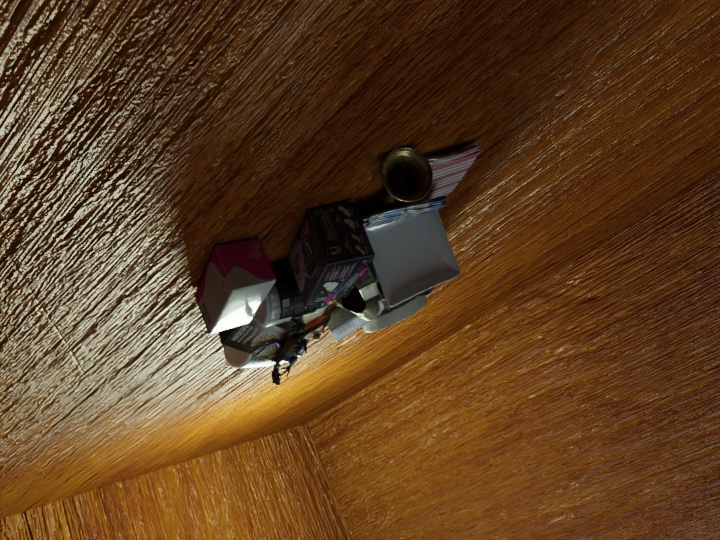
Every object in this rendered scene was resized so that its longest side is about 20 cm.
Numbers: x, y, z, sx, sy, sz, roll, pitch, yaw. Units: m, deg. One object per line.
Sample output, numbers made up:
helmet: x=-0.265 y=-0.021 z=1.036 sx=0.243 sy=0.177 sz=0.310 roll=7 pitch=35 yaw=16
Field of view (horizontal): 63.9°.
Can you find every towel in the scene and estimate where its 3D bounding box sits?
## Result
towel: x=0.166 y=-0.201 z=1.264 sx=0.143 sy=0.030 sz=0.201 roll=-19 pitch=163 yaw=-21
towel: x=0.084 y=-0.120 z=1.276 sx=0.195 sy=0.024 sz=0.147 roll=-15 pitch=178 yaw=-10

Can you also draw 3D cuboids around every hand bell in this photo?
hand bell: x=0.068 y=-0.162 z=1.176 sx=0.102 sy=0.106 sz=0.200 roll=-21 pitch=175 yaw=-15

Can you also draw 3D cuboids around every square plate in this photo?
square plate: x=0.117 y=-0.045 z=1.371 sx=0.196 sy=0.203 sz=0.028 roll=-23 pitch=-176 yaw=-9

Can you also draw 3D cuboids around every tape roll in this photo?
tape roll: x=0.091 y=0.111 z=1.607 sx=0.199 sy=0.038 sz=0.203 roll=-25 pitch=-174 yaw=3

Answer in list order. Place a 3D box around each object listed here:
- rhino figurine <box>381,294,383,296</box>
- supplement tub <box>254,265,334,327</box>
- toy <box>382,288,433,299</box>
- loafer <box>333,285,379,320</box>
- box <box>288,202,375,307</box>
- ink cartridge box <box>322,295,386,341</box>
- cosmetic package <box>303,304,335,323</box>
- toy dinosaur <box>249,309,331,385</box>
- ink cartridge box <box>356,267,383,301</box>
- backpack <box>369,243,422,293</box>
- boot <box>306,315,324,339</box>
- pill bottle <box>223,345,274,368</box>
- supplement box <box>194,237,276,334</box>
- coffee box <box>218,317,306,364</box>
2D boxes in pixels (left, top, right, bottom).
rhino figurine: x=0.035 y=0.071 z=1.711 sx=0.085 sy=0.061 sz=0.200 roll=-14 pitch=-169 yaw=23
supplement tub: x=-0.154 y=0.049 z=1.343 sx=0.196 sy=0.125 sz=0.123 roll=-13 pitch=159 yaw=-33
toy: x=0.139 y=0.024 z=1.600 sx=0.198 sy=0.048 sz=0.116 roll=-14 pitch=-150 yaw=53
loafer: x=-0.041 y=0.055 z=1.437 sx=0.077 sy=0.197 sz=0.068 roll=-62 pitch=160 yaw=-5
box: x=-0.070 y=-0.031 z=1.225 sx=0.112 sy=0.135 sz=0.201 roll=-12 pitch=158 yaw=-27
ink cartridge box: x=-0.034 y=0.090 z=1.589 sx=0.158 sy=0.200 sz=0.048 roll=-32 pitch=122 yaw=-4
cosmetic package: x=-0.126 y=0.077 z=1.544 sx=0.197 sy=0.074 sz=0.103 roll=-30 pitch=162 yaw=7
toy dinosaur: x=-0.161 y=0.205 z=1.402 sx=0.196 sy=0.107 sz=0.183 roll=-16 pitch=155 yaw=-26
ink cartridge box: x=0.000 y=0.000 z=1.384 sx=0.047 sy=0.148 sz=0.200 roll=-24 pitch=163 yaw=-2
backpack: x=0.104 y=-0.023 z=1.503 sx=0.165 sy=0.129 sz=0.199 roll=12 pitch=141 yaw=-44
boot: x=-0.129 y=0.151 z=1.690 sx=0.075 sy=0.109 sz=0.198 roll=-37 pitch=161 yaw=29
pill bottle: x=-0.293 y=0.223 z=1.652 sx=0.105 sy=0.108 sz=0.199 roll=-31 pitch=161 yaw=18
supplement box: x=-0.261 y=0.034 z=1.186 sx=0.101 sy=0.103 sz=0.200 roll=-14 pitch=159 yaw=-33
coffee box: x=-0.240 y=0.148 z=1.428 sx=0.198 sy=0.081 sz=0.114 roll=27 pitch=118 yaw=-40
